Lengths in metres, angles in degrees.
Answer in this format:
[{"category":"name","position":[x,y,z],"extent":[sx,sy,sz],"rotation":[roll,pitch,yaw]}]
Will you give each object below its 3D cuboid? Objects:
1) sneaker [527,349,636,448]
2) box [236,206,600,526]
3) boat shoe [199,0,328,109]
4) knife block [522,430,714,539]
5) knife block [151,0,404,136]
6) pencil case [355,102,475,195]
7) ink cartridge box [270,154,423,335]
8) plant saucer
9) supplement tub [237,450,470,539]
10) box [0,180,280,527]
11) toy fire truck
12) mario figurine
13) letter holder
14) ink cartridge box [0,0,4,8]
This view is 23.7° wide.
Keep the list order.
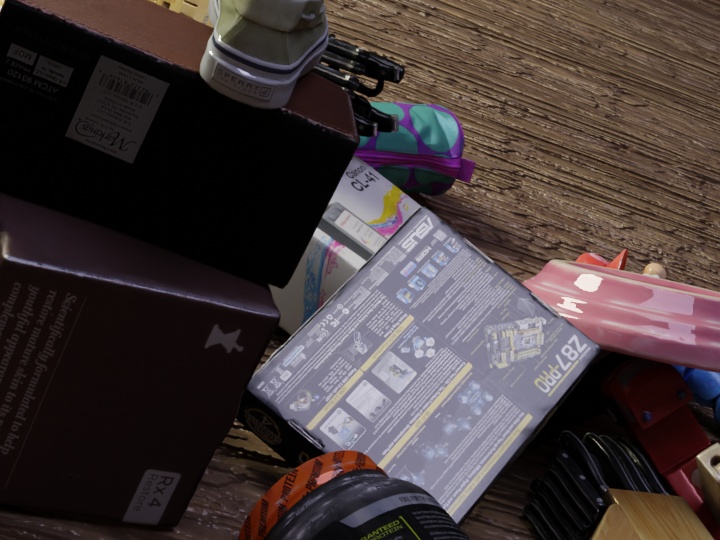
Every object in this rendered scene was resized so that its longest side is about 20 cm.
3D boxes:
[{"category":"sneaker","position":[0.128,0.078,1.301],"extent":[0.087,0.076,0.200],"rotation":[27,19,31]},{"category":"box","position":[0.040,0.072,1.127],"extent":[0.161,0.049,0.200],"rotation":[37,56,11]},{"category":"boat shoe","position":[-0.044,-0.144,0.940],"extent":[0.072,0.062,0.200],"rotation":[23,21,-10]},{"category":"knife block","position":[0.201,0.193,1.149],"extent":[0.200,0.064,0.176],"rotation":[31,28,9]},{"category":"knife block","position":[-0.064,-0.163,1.311],"extent":[0.175,0.064,0.200],"rotation":[16,9,-42]},{"category":"pencil case","position":[0.000,-0.103,1.470],"extent":[0.200,0.085,0.092],"rotation":[-3,24,-45]},{"category":"ink cartridge box","position":[0.000,0.000,1.268],"extent":[0.200,0.086,0.148],"rotation":[39,29,6]},{"category":"plant saucer","position":[0.207,0.031,1.247],"extent":[0.200,0.051,0.201],"rotation":[11,4,-1]},{"category":"supplement tub","position":[0.025,0.197,0.917],"extent":[0.122,0.123,0.200],"rotation":[-1,39,-43]},{"category":"box","position":[-0.170,0.017,1.012],"extent":[0.164,0.166,0.200],"rotation":[13,29,-27]},{"category":"toy fire truck","position":[0.245,0.151,1.180],"extent":[0.200,0.049,0.141],"rotation":[59,-6,-1]},{"category":"mario figurine","position":[0.260,0.046,1.404],"extent":[0.200,0.124,0.106],"rotation":[39,54,11]},{"category":"letter holder","position":[-0.114,-0.096,0.969],"extent":[0.199,0.101,0.142],"rotation":[21,25,-15]},{"category":"ink cartridge box","position":[-0.292,-0.108,1.147],"extent":[0.199,0.043,0.197],"rotation":[-4,52,-17]}]
